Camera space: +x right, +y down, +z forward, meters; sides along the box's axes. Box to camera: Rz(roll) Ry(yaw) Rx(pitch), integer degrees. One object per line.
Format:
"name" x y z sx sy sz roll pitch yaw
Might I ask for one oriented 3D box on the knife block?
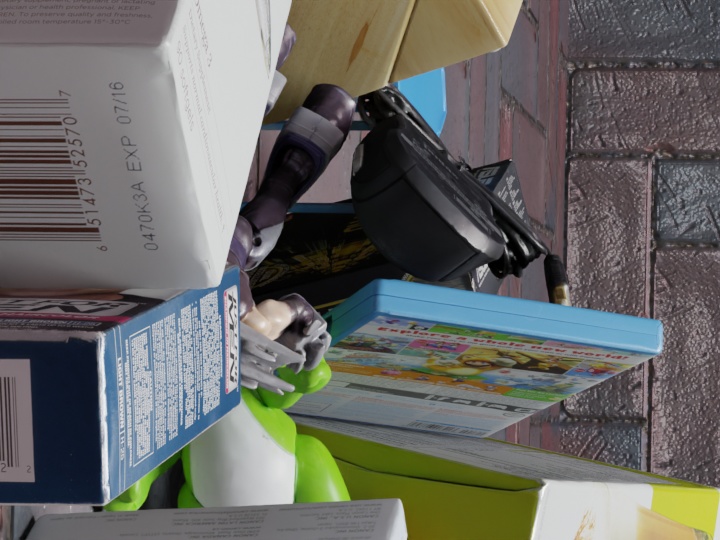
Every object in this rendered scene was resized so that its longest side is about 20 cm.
"knife block" -0.006 -0.171 1.159 0.176 0.199 0.064 56 34 -28

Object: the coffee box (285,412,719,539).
"coffee box" 0.048 0.188 1.319 0.197 0.199 0.201 9 91 -53

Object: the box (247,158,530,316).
"box" 0.000 0.000 1.377 0.200 0.160 0.049 -53 130 -71

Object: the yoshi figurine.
"yoshi figurine" -0.063 0.070 1.177 0.112 0.112 0.201 -34 106 -38

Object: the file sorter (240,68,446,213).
"file sorter" -0.028 -0.143 1.324 0.139 0.122 0.201 -69 157 -61

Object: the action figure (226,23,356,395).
"action figure" -0.060 -0.016 1.105 0.069 0.130 0.201 -41 -163 44

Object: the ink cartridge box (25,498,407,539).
"ink cartridge box" -0.074 0.155 0.990 0.200 0.161 0.057 -70 154 -61

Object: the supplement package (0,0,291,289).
"supplement package" -0.098 -0.102 0.958 0.201 0.116 0.117 -79 165 -45

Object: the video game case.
"video game case" 0.035 0.045 1.226 0.200 0.142 0.018 146 -50 -64

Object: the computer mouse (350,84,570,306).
"computer mouse" 0.044 -0.013 1.182 0.140 0.046 0.200 45 9 -13

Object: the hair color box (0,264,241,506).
"hair color box" -0.112 0.037 0.936 0.200 0.099 0.061 -32 121 -78
